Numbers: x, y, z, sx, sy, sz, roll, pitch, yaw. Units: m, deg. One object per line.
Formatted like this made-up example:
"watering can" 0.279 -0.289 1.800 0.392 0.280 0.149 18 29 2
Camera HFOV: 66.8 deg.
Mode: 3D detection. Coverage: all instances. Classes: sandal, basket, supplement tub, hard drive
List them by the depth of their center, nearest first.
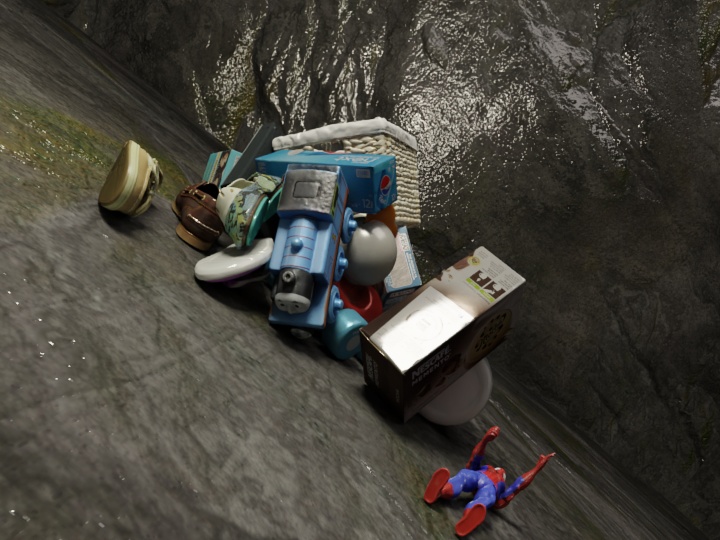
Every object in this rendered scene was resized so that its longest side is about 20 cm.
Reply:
"sandal" -0.137 -0.004 0.664 0.203 0.081 0.051 -73 153 -78
"supplement tub" 0.125 0.145 0.825 0.122 0.123 0.200 37 5 2
"hard drive" -0.147 -0.126 0.862 0.202 0.032 0.141 -77 153 -51
"basket" -0.013 -0.144 0.913 0.195 0.164 0.199 -4 3 22

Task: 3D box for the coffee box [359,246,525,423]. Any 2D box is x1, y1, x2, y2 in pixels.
"coffee box" 0.100 0.076 0.668 0.080 0.198 0.114 42 -28 34

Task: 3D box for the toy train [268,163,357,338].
"toy train" -0.061 -0.025 0.655 0.085 0.204 0.115 4 -22 14

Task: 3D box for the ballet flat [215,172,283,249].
"ballet flat" -0.143 -0.080 0.676 0.074 0.075 0.200 37 15 -8

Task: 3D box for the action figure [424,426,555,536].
"action figure" 0.139 0.204 0.562 0.065 0.099 0.200 41 3 27

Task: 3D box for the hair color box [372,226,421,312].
"hair color box" 0.046 0.014 0.929 0.200 0.059 0.102 106 -29 -70

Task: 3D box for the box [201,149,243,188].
"box" -0.238 -0.162 0.963 0.048 0.084 0.199 19 0 -26

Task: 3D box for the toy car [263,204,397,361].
"toy car" 0.000 0.000 0.778 0.184 0.201 0.176 41 6 36

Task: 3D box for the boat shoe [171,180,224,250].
"boat shoe" -0.219 -0.089 0.767 0.070 0.071 0.200 27 8 -29

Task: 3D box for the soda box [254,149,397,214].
"soda box" -0.050 -0.128 0.763 0.197 0.065 0.068 11 27 30

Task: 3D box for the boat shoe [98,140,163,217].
"boat shoe" -0.254 -0.102 0.627 0.063 0.074 0.200 30 1 -28
